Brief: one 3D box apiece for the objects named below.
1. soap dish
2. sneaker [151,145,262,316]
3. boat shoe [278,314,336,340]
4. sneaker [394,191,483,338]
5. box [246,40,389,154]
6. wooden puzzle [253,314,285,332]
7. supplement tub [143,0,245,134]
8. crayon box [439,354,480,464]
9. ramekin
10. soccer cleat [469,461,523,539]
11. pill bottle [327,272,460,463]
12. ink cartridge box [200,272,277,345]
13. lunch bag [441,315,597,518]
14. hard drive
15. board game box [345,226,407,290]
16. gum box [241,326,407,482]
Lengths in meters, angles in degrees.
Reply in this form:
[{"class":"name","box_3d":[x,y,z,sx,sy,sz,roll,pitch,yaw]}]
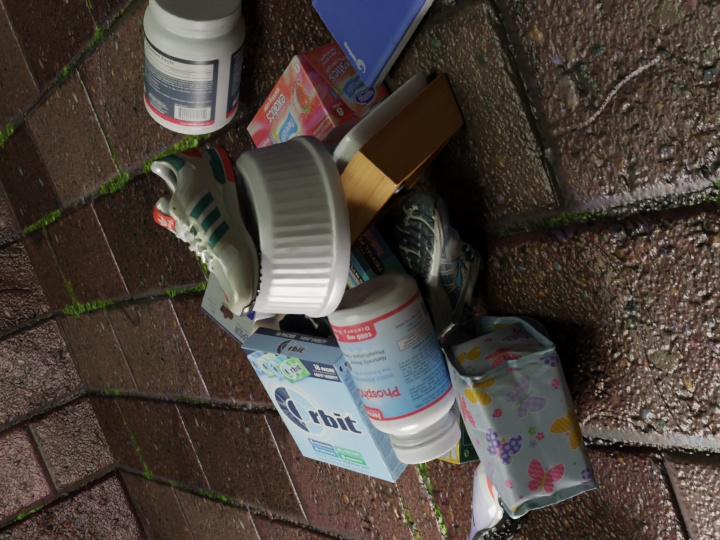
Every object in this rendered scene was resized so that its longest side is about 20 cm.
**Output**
[{"class":"soap dish","box_3d":[0.023,-0.117,1.140,0.081,0.157,0.200,44,148,2]},{"class":"sneaker","box_3d":[-0.166,-0.039,1.048,0.070,0.093,0.201,124,135,-56]},{"class":"boat shoe","box_3d":[-0.035,0.091,1.289,0.093,0.074,0.200,-53,37,9]},{"class":"sneaker","box_3d":[0.095,-0.017,1.153,0.078,0.086,0.201,46,155,41]},{"class":"box","box_3d":[-0.054,-0.191,1.257,0.103,0.094,0.200,61,151,5]},{"class":"wooden puzzle","box_3d":[-0.109,-0.011,1.484,0.185,0.046,0.202,-21,66,57]},{"class":"supplement tub","box_3d":[-0.235,-0.307,1.419,0.141,0.140,0.201,49,147,26]},{"class":"crayon box","box_3d":[0.075,0.166,1.299,0.199,0.051,0.127,4,94,50]},{"class":"ramekin","box_3d":[-0.091,-0.045,1.108,0.202,0.093,0.205,173,90,-66]},{"class":"soccer cleat","box_3d":[0.172,0.291,1.293,0.201,0.068,0.073,98,152,-42]},{"class":"pill bottle","box_3d":[0.045,0.113,1.152,0.108,0.108,0.202,2,117,58]},{"class":"ink cartridge box","box_3d":[-0.167,-0.008,1.496,0.197,0.047,0.202,31,112,56]},{"class":"lunch bag","box_3d":[0.170,0.146,1.116,0.200,0.126,0.171,-131,21,-79]},{"class":"hard drive","box_3d":[0.020,-0.314,1.103,0.133,0.025,0.200,58,146,13]},{"class":"board game box","box_3d":[0.000,0.000,1.306,0.152,0.047,0.200,56,167,16]},{"class":"gum box","box_3d":[-0.044,0.169,1.282,0.169,0.045,0.201,7,131,43]}]
